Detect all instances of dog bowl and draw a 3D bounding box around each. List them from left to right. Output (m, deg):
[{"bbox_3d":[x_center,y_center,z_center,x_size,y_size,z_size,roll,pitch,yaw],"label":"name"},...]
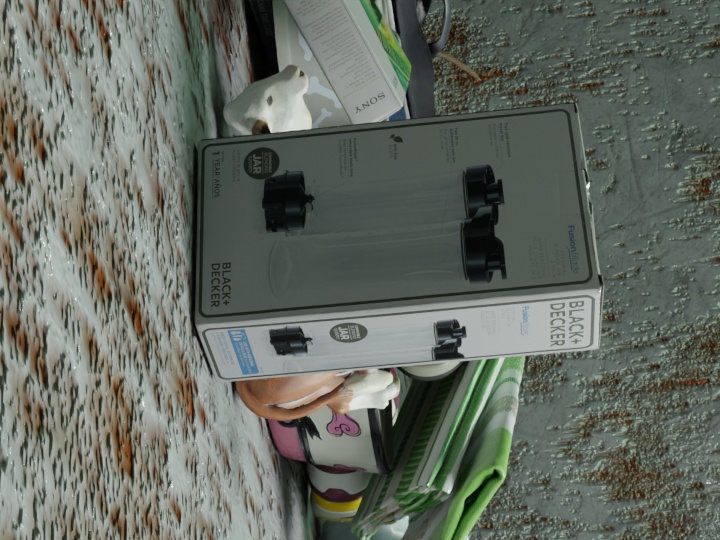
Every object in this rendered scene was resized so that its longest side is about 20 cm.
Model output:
[{"bbox_3d":[-0.024,0.036,1.052,0.200,0.073,0.203,-6,90,-86],"label":"dog bowl"},{"bbox_3d":[-0.025,-0.166,1.174,0.200,0.058,0.203,-5,90,-87],"label":"dog bowl"}]

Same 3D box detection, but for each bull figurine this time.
[{"bbox_3d":[-0.026,-0.013,0.914,0.065,0.120,0.202,157,-62,-65],"label":"bull figurine"}]

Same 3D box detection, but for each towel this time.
[{"bbox_3d":[0.049,0.101,1.068,0.154,0.023,0.200,-66,-175,-22],"label":"towel"},{"bbox_3d":[0.063,0.121,1.058,0.200,0.030,0.150,-71,-174,-61],"label":"towel"}]

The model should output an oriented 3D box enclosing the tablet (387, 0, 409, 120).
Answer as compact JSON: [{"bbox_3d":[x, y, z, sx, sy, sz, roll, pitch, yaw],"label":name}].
[{"bbox_3d":[0.000,-0.165,1.425,0.129,0.014,0.202,-1,-78,51],"label":"tablet"}]

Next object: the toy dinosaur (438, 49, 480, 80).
[{"bbox_3d":[0.004,-0.185,1.359,0.199,0.106,0.061,-12,-120,54],"label":"toy dinosaur"}]

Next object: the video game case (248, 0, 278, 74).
[{"bbox_3d":[-0.073,-0.248,1.131,0.200,0.019,0.144,77,8,-70],"label":"video game case"}]

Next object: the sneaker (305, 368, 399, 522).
[{"bbox_3d":[-0.006,0.094,1.220,0.201,0.074,0.091,-92,180,-54],"label":"sneaker"}]

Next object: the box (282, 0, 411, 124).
[{"bbox_3d":[-0.031,-0.190,0.973,0.201,0.036,0.144,61,11,-13],"label":"box"}]

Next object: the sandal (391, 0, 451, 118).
[{"bbox_3d":[0.047,-0.192,1.215,0.201,0.042,0.077,78,2,-56],"label":"sandal"}]

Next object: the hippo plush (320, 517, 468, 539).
[{"bbox_3d":[0.052,0.221,1.200,0.162,0.198,0.160,-103,-154,-49],"label":"hippo plush"}]

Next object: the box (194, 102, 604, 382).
[{"bbox_3d":[0.019,-0.013,0.811,0.060,0.198,0.118,78,7,-56],"label":"box"}]

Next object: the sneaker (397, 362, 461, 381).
[{"bbox_3d":[0.048,0.019,1.068,0.201,0.074,0.107,-87,176,-47],"label":"sneaker"}]

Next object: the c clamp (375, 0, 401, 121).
[{"bbox_3d":[0.015,-0.186,1.170,0.200,0.027,0.173,-10,94,-87],"label":"c clamp"}]
